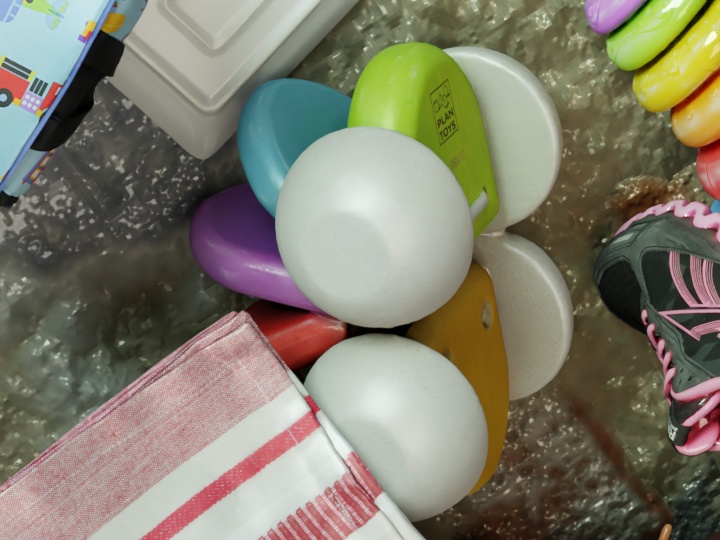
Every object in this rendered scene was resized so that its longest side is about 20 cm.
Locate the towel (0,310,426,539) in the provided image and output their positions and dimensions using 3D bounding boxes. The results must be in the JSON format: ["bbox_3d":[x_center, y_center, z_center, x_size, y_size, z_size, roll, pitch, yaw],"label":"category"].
[{"bbox_3d":[-0.041,0.132,1.042,0.144,0.023,0.200,-38,87,-18],"label":"towel"}]

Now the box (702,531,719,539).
[{"bbox_3d":[0.247,0.211,1.180,0.164,0.166,0.201,-22,117,-36],"label":"box"}]

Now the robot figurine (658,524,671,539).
[{"bbox_3d":[0.095,0.212,1.255,0.200,0.144,0.117,-41,138,0],"label":"robot figurine"}]

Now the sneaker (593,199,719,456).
[{"bbox_3d":[0.154,0.035,1.155,0.095,0.200,0.079,-42,122,-16],"label":"sneaker"}]

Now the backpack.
[{"bbox_3d":[-0.160,-0.112,1.023,0.134,0.200,0.183,29,102,-22],"label":"backpack"}]

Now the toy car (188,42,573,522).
[{"bbox_3d":[0.000,0.000,1.146,0.149,0.175,0.201,5,114,23],"label":"toy car"}]

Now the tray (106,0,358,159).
[{"bbox_3d":[-0.035,-0.148,1.138,0.107,0.022,0.200,41,96,-23],"label":"tray"}]

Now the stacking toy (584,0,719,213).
[{"bbox_3d":[0.137,-0.116,1.162,0.200,0.116,0.110,39,77,-7],"label":"stacking toy"}]
